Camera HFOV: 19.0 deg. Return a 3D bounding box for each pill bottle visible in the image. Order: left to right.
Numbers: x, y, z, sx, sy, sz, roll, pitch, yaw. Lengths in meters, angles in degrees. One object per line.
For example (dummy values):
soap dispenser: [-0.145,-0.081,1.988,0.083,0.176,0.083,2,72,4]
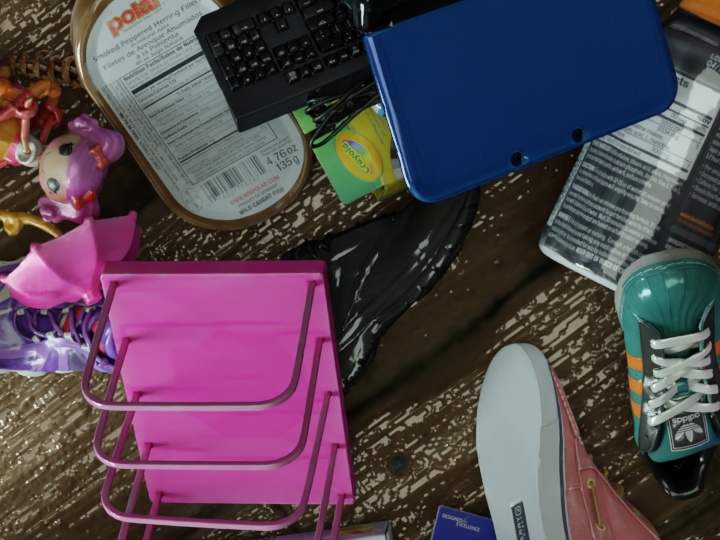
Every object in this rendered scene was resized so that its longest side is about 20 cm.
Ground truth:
pill bottle: [0.200,-0.081,1.364,0.106,0.106,0.201,26,94,2]

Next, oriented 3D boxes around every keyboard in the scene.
keyboard: [0.007,-0.148,1.307,0.199,0.040,0.105,-24,80,-9]

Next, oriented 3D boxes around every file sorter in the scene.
file sorter: [-0.086,0.110,1.325,0.138,0.126,0.201,0,131,8]

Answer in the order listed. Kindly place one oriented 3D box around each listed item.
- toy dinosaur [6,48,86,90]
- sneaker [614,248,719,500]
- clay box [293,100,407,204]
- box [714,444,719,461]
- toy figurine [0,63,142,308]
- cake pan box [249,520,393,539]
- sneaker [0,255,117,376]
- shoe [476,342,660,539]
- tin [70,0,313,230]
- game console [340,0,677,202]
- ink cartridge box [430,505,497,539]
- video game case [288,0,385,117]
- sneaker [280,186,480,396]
toy dinosaur: [-0.125,-0.159,1.390,0.199,0.102,0.137,-21,110,-18]
sneaker: [0.199,0.067,1.324,0.071,0.201,0.080,-11,53,3]
clay box: [0.049,-0.129,1.371,0.199,0.048,0.115,-27,83,-9]
box: [0.331,0.097,1.330,0.198,0.176,0.097,10,94,3]
toy figurine: [-0.218,-0.060,1.357,0.183,0.150,0.201,22,91,10]
cake pan box: [-0.053,0.278,1.427,0.183,0.052,0.202,-10,92,6]
sneaker: [-0.179,0.032,1.404,0.198,0.083,0.081,1,93,4]
shoe: [0.137,0.148,1.403,0.090,0.071,0.202,6,68,-34]
tin: [-0.104,-0.111,1.366,0.112,0.042,0.200,-30,122,5]
game console: [0.068,-0.156,1.294,0.199,0.171,0.119,-21,132,-25]
ink cartridge box: [0.071,0.261,1.395,0.094,0.037,0.201,17,82,-20]
video game case: [0.004,-0.215,1.352,0.143,0.018,0.200,-39,82,-11]
sneaker: [0.000,0.000,1.398,0.091,0.076,0.200,40,94,4]
